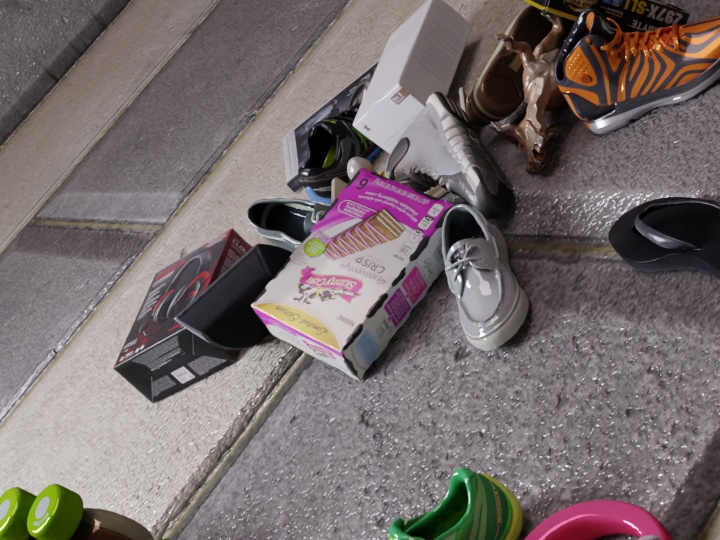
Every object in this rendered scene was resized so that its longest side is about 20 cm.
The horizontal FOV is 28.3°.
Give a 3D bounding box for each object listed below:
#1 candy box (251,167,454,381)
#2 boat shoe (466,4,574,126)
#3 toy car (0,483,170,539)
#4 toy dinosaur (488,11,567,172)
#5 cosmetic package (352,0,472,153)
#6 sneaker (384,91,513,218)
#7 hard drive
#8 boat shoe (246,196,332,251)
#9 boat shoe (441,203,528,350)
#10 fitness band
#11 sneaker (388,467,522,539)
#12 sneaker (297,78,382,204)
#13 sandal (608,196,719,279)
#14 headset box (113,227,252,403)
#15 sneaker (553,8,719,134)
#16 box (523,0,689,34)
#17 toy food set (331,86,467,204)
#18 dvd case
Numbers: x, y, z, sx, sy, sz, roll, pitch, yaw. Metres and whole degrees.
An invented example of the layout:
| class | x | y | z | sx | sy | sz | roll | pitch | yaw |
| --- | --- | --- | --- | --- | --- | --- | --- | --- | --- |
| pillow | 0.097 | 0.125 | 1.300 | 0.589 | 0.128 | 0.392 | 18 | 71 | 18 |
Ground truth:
| class | x | y | z | sx | sy | sz | roll | pitch | yaw |
| --- | --- | --- | --- | --- | --- | --- | --- | --- | --- |
| candy box | 0.000 | 0.000 | 1.496 | 0.136 | 0.061 | 0.200 | 24 | 69 | 37 |
| boat shoe | 0.182 | -0.241 | 1.644 | 0.202 | 0.075 | 0.075 | -46 | 0 | -30 |
| toy car | -0.286 | 0.331 | 1.379 | 0.157 | 0.164 | 0.201 | -13 | 51 | 48 |
| toy dinosaur | 0.201 | -0.197 | 1.546 | 0.085 | 0.136 | 0.200 | 18 | 32 | 24 |
| cosmetic package | 0.068 | -0.249 | 1.813 | 0.102 | 0.074 | 0.201 | -38 | 23 | 44 |
| sneaker | 0.087 | -0.095 | 1.541 | 0.115 | 0.075 | 0.200 | -42 | 38 | 18 |
| hard drive | -0.120 | 0.034 | 1.591 | 0.135 | 0.042 | 0.200 | -41 | -13 | 6 |
| boat shoe | -0.046 | -0.041 | 1.615 | 0.199 | 0.062 | 0.073 | 19 | 91 | 37 |
| boat shoe | 0.108 | 0.001 | 1.372 | 0.070 | 0.072 | 0.201 | -36 | 26 | 17 |
| fitness band | 0.144 | 0.242 | 0.981 | 0.143 | 0.037 | 0.201 | -19 | 33 | 44 |
| sneaker | 0.038 | 0.234 | 1.098 | 0.200 | 0.084 | 0.074 | -51 | 26 | -13 |
| sneaker | -0.018 | -0.172 | 1.817 | 0.070 | 0.083 | 0.200 | 2 | 52 | 39 |
| sandal | 0.279 | -0.035 | 1.200 | 0.076 | 0.043 | 0.200 | -50 | 25 | -13 |
| headset box | -0.205 | 0.048 | 1.776 | 0.148 | 0.075 | 0.201 | -27 | 29 | 33 |
| sneaker | 0.277 | -0.218 | 1.409 | 0.199 | 0.112 | 0.078 | -29 | 28 | 30 |
| box | 0.238 | -0.296 | 1.540 | 0.200 | 0.159 | 0.050 | -126 | 53 | -65 |
| toy food set | 0.049 | -0.124 | 1.674 | 0.200 | 0.060 | 0.144 | -36 | 25 | 19 |
| dvd case | -0.024 | -0.204 | 1.958 | 0.200 | 0.025 | 0.151 | -38 | 26 | 15 |
